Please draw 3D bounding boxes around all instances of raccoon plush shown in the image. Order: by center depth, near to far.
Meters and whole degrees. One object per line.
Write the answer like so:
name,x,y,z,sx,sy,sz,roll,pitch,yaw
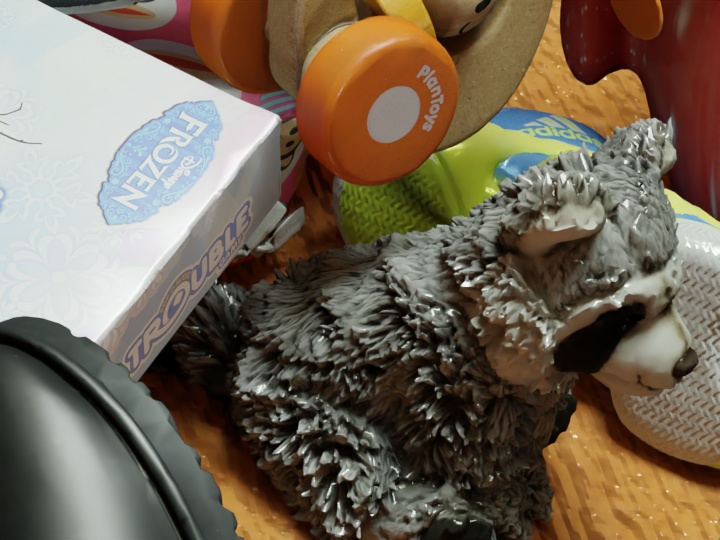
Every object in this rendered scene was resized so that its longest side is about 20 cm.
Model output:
raccoon plush,0.000,0.000,0.816,0.199,0.135,0.097,17,32,3

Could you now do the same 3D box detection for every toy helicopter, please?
toy helicopter,0.035,-0.126,0.801,0.132,0.201,0.079,-8,32,-33

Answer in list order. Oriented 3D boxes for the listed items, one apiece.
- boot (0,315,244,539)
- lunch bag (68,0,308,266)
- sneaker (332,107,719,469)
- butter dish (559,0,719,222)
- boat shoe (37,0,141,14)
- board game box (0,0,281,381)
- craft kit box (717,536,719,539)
boot,-0.091,0.111,0.623,0.162,0.073,0.199,-18,69,-43
lunch bag,-0.109,-0.074,0.935,0.199,0.082,0.177,12,33,-6
sneaker,0.093,-0.005,0.924,0.199,0.076,0.105,30,27,13
butter dish,0.142,-0.085,0.969,0.147,0.200,0.200,2,35,1
boat shoe,-0.029,-0.124,0.853,0.199,0.076,0.060,-26,9,2
board game box,-0.156,-0.006,0.781,0.198,0.043,0.200,26,57,18
craft kit box,0.181,0.143,0.585,0.199,0.049,0.198,20,28,-28
